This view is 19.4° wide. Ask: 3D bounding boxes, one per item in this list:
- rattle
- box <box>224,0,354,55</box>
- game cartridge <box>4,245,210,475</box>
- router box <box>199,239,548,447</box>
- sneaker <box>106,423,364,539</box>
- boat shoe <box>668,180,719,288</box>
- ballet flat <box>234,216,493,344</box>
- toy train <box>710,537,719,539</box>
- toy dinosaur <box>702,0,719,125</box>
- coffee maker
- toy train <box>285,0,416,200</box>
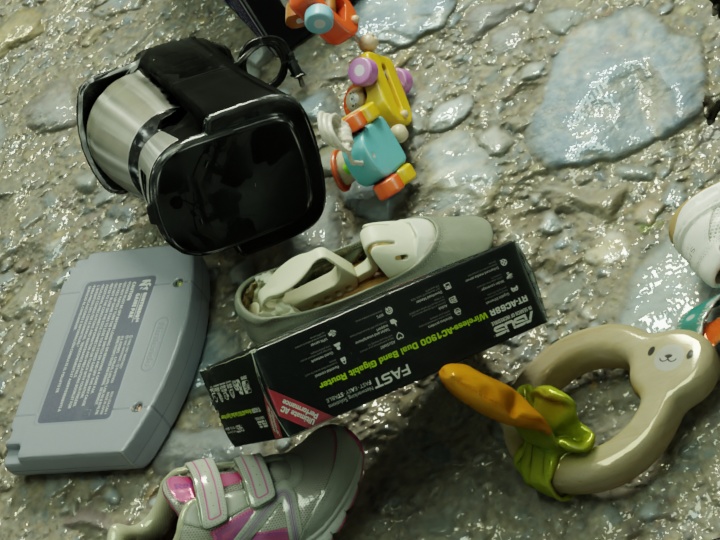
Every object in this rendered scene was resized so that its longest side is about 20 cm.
[{"bbox_3d":[0.164,0.045,1.362,0.200,0.143,0.130,-32,25,10],"label":"rattle"},{"bbox_3d":[-0.103,-0.305,1.823,0.104,0.148,0.200,-37,42,-3],"label":"box"},{"bbox_3d":[-0.188,0.068,1.620,0.133,0.041,0.200,-8,49,29],"label":"game cartridge"},{"bbox_3d":[0.007,0.051,1.403,0.200,0.062,0.150,-23,0,-17],"label":"router box"},{"bbox_3d":[-0.088,0.165,1.424,0.200,0.088,0.081,-38,29,-5],"label":"sneaker"},{"bbox_3d":[0.309,-0.051,1.413,0.200,0.071,0.069,-33,49,7],"label":"boat shoe"},{"bbox_3d":[0.000,0.000,1.549,0.200,0.064,0.067,-24,44,10],"label":"ballet flat"},{"bbox_3d":[0.161,0.199,1.298,0.200,0.034,0.046,-18,42,16],"label":"toy train"},{"bbox_3d":[0.282,-0.140,1.384,0.102,0.077,0.200,-2,74,28],"label":"toy dinosaur"},{"bbox_3d":[-0.106,-0.110,1.634,0.192,0.135,0.200,-43,32,-6],"label":"coffee maker"},{"bbox_3d":[-0.019,-0.140,1.631,0.056,0.150,0.200,-28,46,27],"label":"toy train"}]
